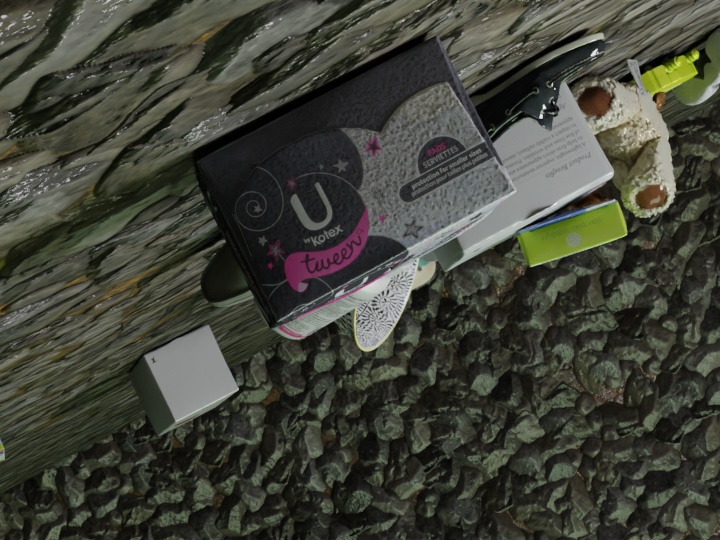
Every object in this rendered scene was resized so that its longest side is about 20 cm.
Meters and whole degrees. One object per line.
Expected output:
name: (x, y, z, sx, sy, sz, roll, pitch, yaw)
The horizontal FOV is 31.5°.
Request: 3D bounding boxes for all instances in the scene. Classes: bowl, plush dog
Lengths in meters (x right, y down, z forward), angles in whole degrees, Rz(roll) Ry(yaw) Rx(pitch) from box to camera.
bowl: (0.000, 0.000, 1.765, 0.201, 0.093, 0.203, -50, 151, -42)
plush dog: (0.305, -0.163, 1.646, 0.171, 0.201, 0.161, -24, -160, 37)

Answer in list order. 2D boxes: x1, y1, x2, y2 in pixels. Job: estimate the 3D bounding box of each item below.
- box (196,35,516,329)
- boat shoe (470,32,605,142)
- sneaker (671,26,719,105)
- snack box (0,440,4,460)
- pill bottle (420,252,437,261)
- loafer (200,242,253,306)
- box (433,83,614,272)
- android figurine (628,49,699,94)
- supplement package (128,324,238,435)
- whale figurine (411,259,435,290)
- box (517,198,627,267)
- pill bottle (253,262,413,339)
box: (-0.006, -0.059, 0.941, 0.198, 0.133, 0.115, -28, 178, -7)
boat shoe: (0.164, -0.163, 1.270, 0.198, 0.067, 0.074, -29, 175, 10)
sneaker: (0.540, -0.311, 1.875, 0.113, 0.076, 0.200, -24, 172, -19)
snack box: (-0.567, 0.267, 1.769, 0.141, 0.053, 0.200, -26, 176, -20)
pill bottle: (0.151, -0.085, 1.763, 0.199, 0.113, 0.112, -28, 177, -39)
loafer: (-0.097, -0.026, 1.250, 0.200, 0.070, 0.069, -40, 165, 32)
box: (0.163, -0.107, 1.495, 0.197, 0.132, 0.200, -27, 176, -6)
android figurine: (0.403, -0.261, 1.842, 0.181, 0.041, 0.200, -25, 175, -37)
supplement package: (-0.293, 0.183, 2.095, 0.120, 0.121, 0.200, -25, 175, -21)
whale figurine: (0.029, -0.023, 2.051, 0.158, 0.105, 0.199, -26, -160, -32)
box: (0.253, -0.045, 1.511, 0.120, 0.048, 0.200, -19, 179, 12)
pill bottle: (-0.033, -0.004, 1.580, 0.199, 0.114, 0.113, -31, 175, 33)
